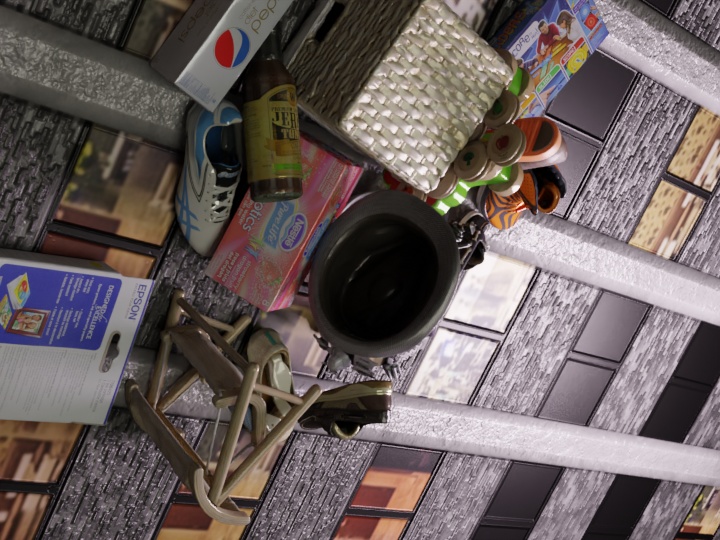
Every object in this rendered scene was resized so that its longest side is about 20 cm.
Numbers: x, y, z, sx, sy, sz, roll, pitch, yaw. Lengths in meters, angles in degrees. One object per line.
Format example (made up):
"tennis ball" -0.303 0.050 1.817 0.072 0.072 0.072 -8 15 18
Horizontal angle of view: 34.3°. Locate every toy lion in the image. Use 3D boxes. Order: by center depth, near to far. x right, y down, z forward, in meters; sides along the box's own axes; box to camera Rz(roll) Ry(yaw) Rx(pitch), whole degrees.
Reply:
"toy lion" 0.115 -0.167 1.479 0.068 0.190 0.202 30 64 -49

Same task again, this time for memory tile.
"memory tile" 0.111 -0.165 1.431 0.199 0.155 0.017 -27 144 34

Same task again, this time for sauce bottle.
"sauce bottle" -0.102 -0.180 1.312 0.064 0.064 0.203 -5 89 -36

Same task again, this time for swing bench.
"swing bench" -0.183 0.165 1.415 0.129 0.199 0.201 25 99 -44

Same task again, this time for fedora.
"fedora" 0.032 0.011 1.405 0.201 0.176 0.090 -59 165 0

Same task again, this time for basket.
"basket" 0.038 -0.233 1.376 0.199 0.161 0.199 32 95 -43

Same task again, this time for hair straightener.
"hair straightener" 0.112 -0.062 1.513 0.076 0.200 0.041 -5 103 3

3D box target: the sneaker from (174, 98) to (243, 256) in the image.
"sneaker" -0.171 -0.102 1.351 0.071 0.072 0.202 -14 125 -33

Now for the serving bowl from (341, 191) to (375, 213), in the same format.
"serving bowl" 0.000 0.000 1.525 0.199 0.065 0.203 4 84 -49

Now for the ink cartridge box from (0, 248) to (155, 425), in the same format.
"ink cartridge box" -0.357 0.079 1.334 0.199 0.047 0.200 9 108 -43

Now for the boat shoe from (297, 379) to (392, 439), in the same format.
"boat shoe" -0.027 0.196 1.575 0.072 0.199 0.066 8 69 -31

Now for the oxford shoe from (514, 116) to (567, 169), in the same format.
"oxford shoe" 0.172 -0.156 1.518 0.073 0.198 0.072 36 65 -56

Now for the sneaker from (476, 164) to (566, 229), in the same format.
"sneaker" 0.224 -0.101 1.617 0.077 0.112 0.201 -33 149 -16

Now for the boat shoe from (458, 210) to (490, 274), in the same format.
"boat shoe" 0.144 -0.029 1.602 0.200 0.060 0.075 -30 146 -63

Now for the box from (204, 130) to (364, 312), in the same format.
"box" -0.090 -0.061 1.397 0.201 0.094 0.103 -61 170 8

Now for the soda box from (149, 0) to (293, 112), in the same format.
"soda box" -0.138 -0.279 1.270 0.201 0.068 0.064 -53 135 1

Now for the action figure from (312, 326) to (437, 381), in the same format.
"action figure" 0.021 0.094 1.591 0.199 0.130 0.070 -31 149 -38

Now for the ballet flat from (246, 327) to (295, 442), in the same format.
"ballet flat" -0.115 0.169 1.568 0.067 0.062 0.202 -27 130 -23

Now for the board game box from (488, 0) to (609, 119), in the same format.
"board game box" 0.244 -0.299 1.586 0.200 0.034 0.135 -48 135 -6
